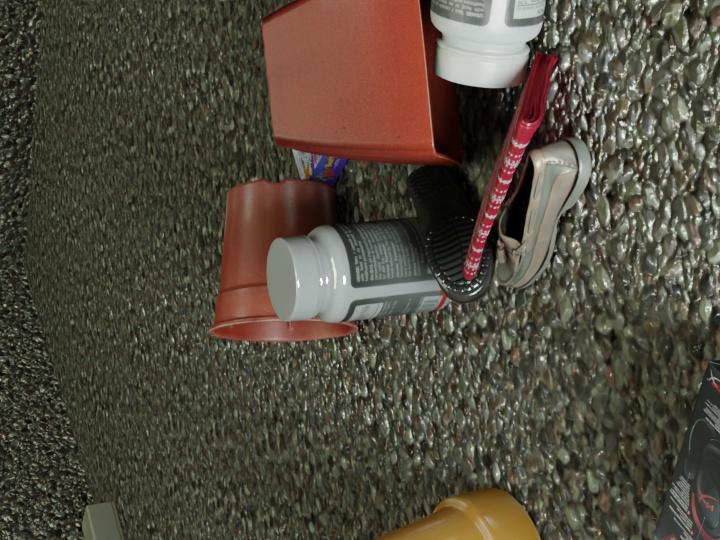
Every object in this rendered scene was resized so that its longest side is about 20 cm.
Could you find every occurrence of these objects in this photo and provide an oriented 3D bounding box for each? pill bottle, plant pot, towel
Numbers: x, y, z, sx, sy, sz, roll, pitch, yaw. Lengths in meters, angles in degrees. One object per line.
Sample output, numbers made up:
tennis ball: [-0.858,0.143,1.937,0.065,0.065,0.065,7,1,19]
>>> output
pill bottle: [0.000,0.000,1.564,0.114,0.200,0.114,174,90,-66]
plant pot: [-0.105,-0.013,1.830,0.201,0.200,0.196,156,115,-65]
plant pot: [0.000,-0.206,1.444,0.200,0.176,0.200,-6,-90,-78]
pill bottle: [0.128,-0.288,1.322,0.113,0.113,0.200,-136,47,-55]
towel: [0.147,-0.104,1.342,0.145,0.022,0.200,-68,-3,-50]
plant pot: [0.082,0.352,1.481,0.200,0.183,0.201,174,90,-66]

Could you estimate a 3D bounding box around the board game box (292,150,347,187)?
board game box: [-0.063,-0.231,1.841,0.135,0.045,0.200,124,135,-55]

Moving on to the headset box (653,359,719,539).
headset box: [0.316,0.188,1.057,0.149,0.075,0.200,-128,40,-51]

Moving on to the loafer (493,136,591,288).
loafer: [0.164,-0.056,1.353,0.200,0.063,0.072,112,145,-46]

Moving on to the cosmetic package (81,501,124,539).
cosmetic package: [-0.601,0.661,3.205,0.104,0.073,0.200,112,143,-46]

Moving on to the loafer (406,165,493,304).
loafer: [0.105,-0.034,1.495,0.071,0.073,0.200,70,-174,-47]
